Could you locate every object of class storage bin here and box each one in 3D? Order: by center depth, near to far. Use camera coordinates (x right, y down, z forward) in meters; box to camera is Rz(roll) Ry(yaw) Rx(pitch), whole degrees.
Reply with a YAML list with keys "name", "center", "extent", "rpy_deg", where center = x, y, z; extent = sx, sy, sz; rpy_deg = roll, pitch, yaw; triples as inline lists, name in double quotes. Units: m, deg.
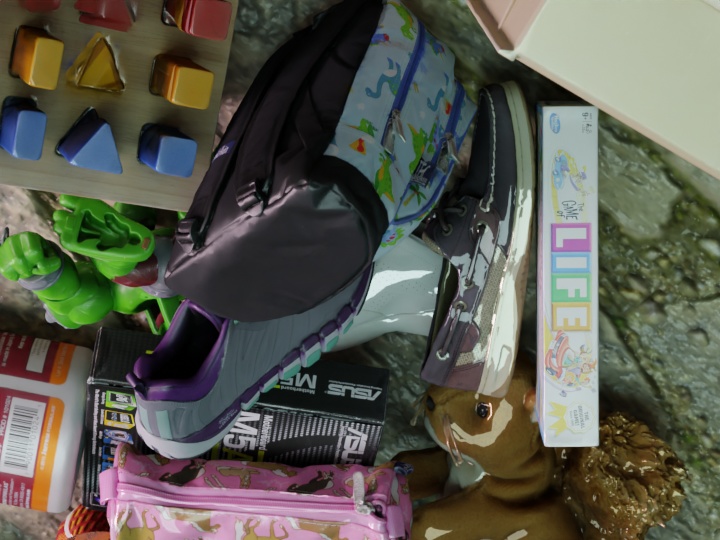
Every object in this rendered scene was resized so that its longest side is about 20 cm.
- name: "storage bin"
  center: [0.171, -0.139, 1.568]
  extent: [0.199, 0.199, 0.094]
  rpy_deg: [29, 104, -14]

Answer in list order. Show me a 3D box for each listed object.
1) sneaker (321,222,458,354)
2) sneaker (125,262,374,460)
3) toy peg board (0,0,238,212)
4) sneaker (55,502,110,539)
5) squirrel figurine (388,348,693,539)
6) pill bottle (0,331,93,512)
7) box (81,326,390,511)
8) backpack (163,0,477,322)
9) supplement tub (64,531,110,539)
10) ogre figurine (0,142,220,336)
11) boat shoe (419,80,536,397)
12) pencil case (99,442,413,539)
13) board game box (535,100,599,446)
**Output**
- name: "sneaker"
  center: [0.000, 0.000, 1.749]
  extent: [0.198, 0.075, 0.089]
  rpy_deg: [-8, 113, 0]
- name: "sneaker"
  center: [-0.064, 0.026, 1.661]
  extent: [0.074, 0.200, 0.088]
  rpy_deg: [32, 157, 24]
- name: "toy peg board"
  center: [-0.162, -0.139, 1.569]
  extent: [0.199, 0.098, 0.201]
  rpy_deg: [8, 98, -19]
- name: "sneaker"
  center: [-0.120, 0.215, 1.901]
  extent: [0.199, 0.073, 0.077]
  rpy_deg: [24, 144, -7]
- name: "squirrel figurine"
  center: [0.114, 0.136, 1.804]
  extent: [0.198, 0.142, 0.188]
  rpy_deg: [-1, 114, -12]
- name: "pill bottle"
  center: [-0.281, 0.089, 1.792]
  extent: [0.199, 0.113, 0.114]
  rpy_deg: [11, 123, -3]
- name: "box"
  center: [-0.086, 0.113, 1.786]
  extent: [0.192, 0.048, 0.200]
  rpy_deg: [11, 150, -2]
- name: "backpack"
  center: [-0.015, -0.075, 1.620]
  extent: [0.153, 0.201, 0.163]
  rpy_deg: [27, 142, -26]
- name: "supplement tub"
  center: [-0.182, 0.273, 1.835]
  extent: [0.122, 0.123, 0.201]
  rpy_deg: [9, 139, -2]
- name: "ogre figurine"
  center: [-0.133, -0.012, 1.708]
  extent: [0.098, 0.200, 0.120]
  rpy_deg: [48, 155, 15]
- name: "boat shoe"
  center: [0.071, -0.019, 1.683]
  extent: [0.064, 0.072, 0.201]
  rpy_deg: [2, 107, -7]
- name: "pencil case"
  center: [-0.066, 0.156, 1.730]
  extent: [0.198, 0.083, 0.087]
  rpy_deg: [3, 121, 6]
- name: "board game box"
  center: [0.125, -0.002, 1.646]
  extent: [0.034, 0.134, 0.202]
  rpy_deg: [0, 95, 2]
